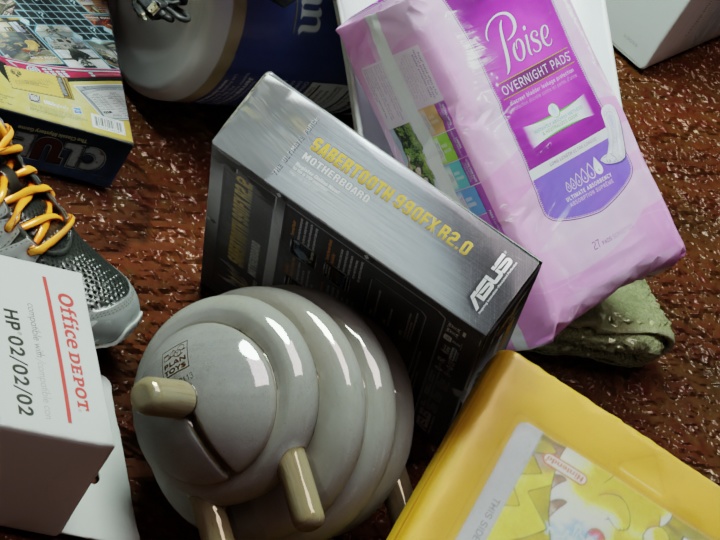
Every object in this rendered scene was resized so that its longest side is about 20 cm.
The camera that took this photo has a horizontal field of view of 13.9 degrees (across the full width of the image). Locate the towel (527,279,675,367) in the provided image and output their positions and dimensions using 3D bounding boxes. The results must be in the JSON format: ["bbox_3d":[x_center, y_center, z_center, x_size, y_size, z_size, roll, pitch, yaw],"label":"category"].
[{"bbox_3d":[0.073,-0.010,1.648,0.200,0.036,0.148,7,42,-32],"label":"towel"}]

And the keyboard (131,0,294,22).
[{"bbox_3d":[-0.103,-0.188,1.563,0.127,0.021,0.200,-40,53,-23],"label":"keyboard"}]

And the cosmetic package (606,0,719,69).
[{"bbox_3d":[0.242,-0.260,1.945,0.123,0.199,0.200,44,36,15],"label":"cosmetic package"}]

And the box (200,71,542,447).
[{"bbox_3d":[0.000,0.000,1.438,0.158,0.200,0.048,35,72,8],"label":"box"}]

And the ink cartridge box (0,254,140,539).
[{"bbox_3d":[-0.183,0.049,1.336,0.200,0.068,0.115,13,40,-28],"label":"ink cartridge box"}]

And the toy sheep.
[{"bbox_3d":[-0.041,0.071,1.375,0.138,0.138,0.200,52,15,25],"label":"toy sheep"}]

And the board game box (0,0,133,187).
[{"bbox_3d":[-0.222,-0.122,1.542,0.200,0.035,0.136,15,39,-25],"label":"board game box"}]

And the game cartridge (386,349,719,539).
[{"bbox_3d":[0.090,0.164,1.358,0.176,0.032,0.200,33,67,-7],"label":"game cartridge"}]

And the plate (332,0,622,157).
[{"bbox_3d":[0.063,-0.096,1.624,0.200,0.032,0.200,0,77,-39],"label":"plate"}]

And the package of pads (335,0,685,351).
[{"bbox_3d":[0.082,-0.067,1.562,0.120,0.076,0.200,-29,96,-43],"label":"package of pads"}]

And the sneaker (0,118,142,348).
[{"bbox_3d":[-0.187,-0.035,1.429,0.200,0.077,0.078,36,33,1],"label":"sneaker"}]

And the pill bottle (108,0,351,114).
[{"bbox_3d":[-0.033,-0.145,1.656,0.200,0.111,0.111,2,46,-38],"label":"pill bottle"}]
